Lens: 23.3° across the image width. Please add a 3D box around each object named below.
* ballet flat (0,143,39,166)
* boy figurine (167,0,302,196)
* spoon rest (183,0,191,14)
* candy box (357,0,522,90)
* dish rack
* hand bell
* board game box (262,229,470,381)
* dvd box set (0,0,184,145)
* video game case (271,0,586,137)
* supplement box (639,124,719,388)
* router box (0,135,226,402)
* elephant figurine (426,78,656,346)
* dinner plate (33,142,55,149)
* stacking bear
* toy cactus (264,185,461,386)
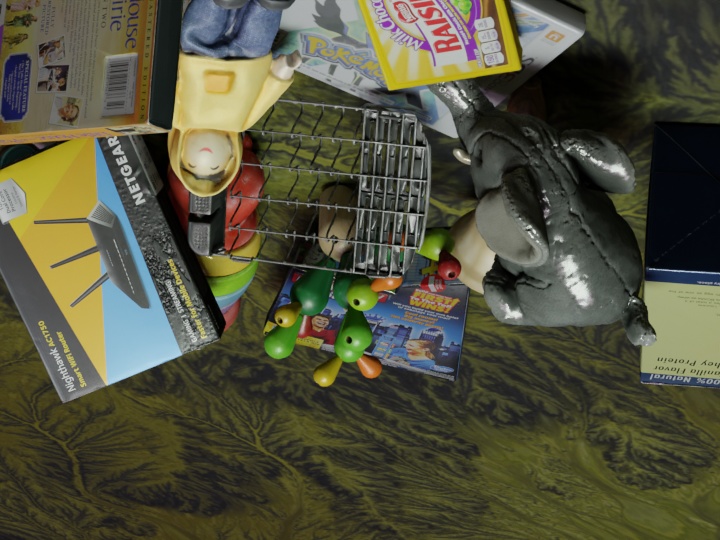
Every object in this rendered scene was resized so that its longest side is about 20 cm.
[{"bbox_3d":[-0.258,-0.024,1.511,0.071,0.071,0.200,-21,108,43],"label":"ballet flat"},{"bbox_3d":[-0.109,-0.140,1.282,0.124,0.065,0.201,1,135,-22],"label":"boy figurine"},{"bbox_3d":[-0.160,-0.171,1.328,0.099,0.061,0.200,11,153,-4],"label":"spoon rest"},{"bbox_3d":[0.043,-0.207,1.197,0.102,0.027,0.200,-6,140,15],"label":"candy box"},{"bbox_3d":[-0.042,-0.073,1.384,0.199,0.055,0.154,7,110,7],"label":"dish rack"},{"bbox_3d":[0.127,-0.081,1.412,0.103,0.104,0.201,7,139,4],"label":"hand bell"},{"bbox_3d":[0.027,0.018,1.620,0.199,0.062,0.200,14,150,-9],"label":"board game box"},{"bbox_3d":[-0.212,-0.166,1.243,0.199,0.147,0.029,-2,171,33],"label":"dvd box set"},{"bbox_3d":[0.035,-0.178,1.298,0.199,0.022,0.182,21,149,-21],"label":"video game case"},{"bbox_3d":[0.329,-0.004,1.413,0.199,0.135,0.200,4,151,10],"label":"supplement box"},{"bbox_3d":[-0.218,-0.010,1.446,0.149,0.051,0.201,-22,102,8],"label":"router box"},{"bbox_3d":[0.131,-0.055,1.295,0.154,0.142,0.200,-4,135,19],"label":"elephant figurine"},{"bbox_3d":[-0.318,-0.126,1.497,0.199,0.024,0.200,6,151,4],"label":"dinner plate"},{"bbox_3d":[-0.137,-0.037,1.522,0.113,0.122,0.200,30,140,5],"label":"stacking bear"},{"bbox_3d":[0.000,0.000,1.488,0.102,0.166,0.200,24,131,-36],"label":"toy cactus"}]
